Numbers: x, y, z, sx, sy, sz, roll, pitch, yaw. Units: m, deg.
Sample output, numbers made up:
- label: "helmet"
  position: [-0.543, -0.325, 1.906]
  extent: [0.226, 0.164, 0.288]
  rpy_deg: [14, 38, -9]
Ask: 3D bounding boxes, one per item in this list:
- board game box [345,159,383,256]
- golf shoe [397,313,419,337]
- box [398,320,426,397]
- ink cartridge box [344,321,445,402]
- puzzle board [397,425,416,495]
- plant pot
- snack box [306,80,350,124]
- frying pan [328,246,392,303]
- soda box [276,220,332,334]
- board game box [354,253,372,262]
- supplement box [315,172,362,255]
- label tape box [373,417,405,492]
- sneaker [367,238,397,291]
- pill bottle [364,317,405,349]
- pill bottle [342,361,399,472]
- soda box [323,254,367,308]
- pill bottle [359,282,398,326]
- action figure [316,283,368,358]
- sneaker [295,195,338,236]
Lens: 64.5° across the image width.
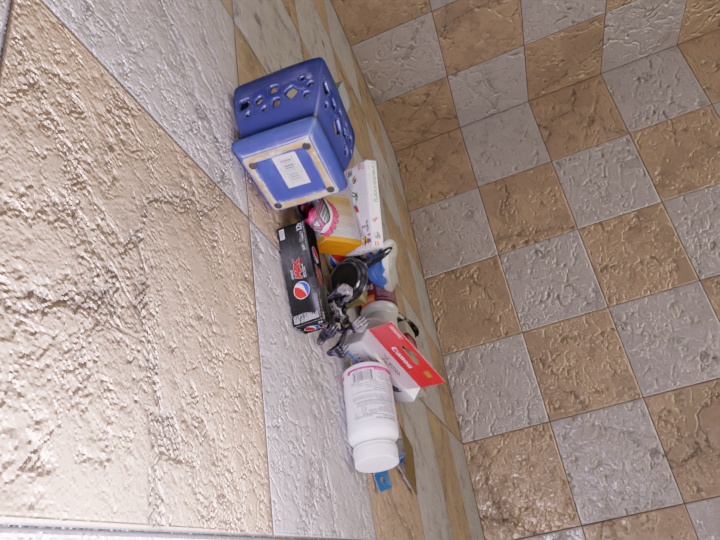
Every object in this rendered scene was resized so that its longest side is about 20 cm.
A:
- label: "board game box"
  position: [0.000, -0.145, 1.362]
  extent: [0.034, 0.125, 0.208]
  rpy_deg: [-2, 84, -33]
- label: "golf shoe"
  position: [0.118, 0.161, 1.857]
  extent: [0.199, 0.078, 0.096]
  rpy_deg: [38, 16, -37]
- label: "box"
  position: [0.121, 0.278, 1.729]
  extent: [0.128, 0.106, 0.206]
  rpy_deg: [53, 24, -58]
- label: "ink cartridge box"
  position: [0.070, 0.215, 1.298]
  extent: [0.201, 0.174, 0.045]
  rpy_deg: [48, 54, -15]
- label: "puzzle board"
  position: [0.120, 0.522, 1.624]
  extent: [0.153, 0.017, 0.203]
  rpy_deg: [-91, 160, -49]
- label: "plant pot"
  position: [-0.126, -0.243, 1.084]
  extent: [0.202, 0.193, 0.185]
  rpy_deg: [60, 24, -49]
- label: "snack box"
  position: [-0.114, -0.383, 1.372]
  extent: [0.202, 0.163, 0.069]
  rpy_deg: [-82, 153, -62]
- label: "frying pan"
  position: [-0.011, -0.007, 1.392]
  extent: [0.114, 0.193, 0.031]
  rpy_deg: [36, -4, -39]
- label: "soda box"
  position: [-0.109, 0.013, 1.115]
  extent: [0.071, 0.061, 0.207]
  rpy_deg: [46, 31, -68]
- label: "board game box"
  position: [-0.042, -0.116, 1.500]
  extent: [0.135, 0.034, 0.206]
  rpy_deg: [11, -57, 66]
- label: "supplement box"
  position: [-0.080, -0.146, 1.331]
  extent: [0.124, 0.073, 0.207]
  rpy_deg: [5, 66, -46]
- label: "label tape box"
  position: [0.062, 0.416, 1.376]
  extent: [0.143, 0.064, 0.207]
  rpy_deg: [44, 31, -67]
- label: "sneaker"
  position: [0.040, -0.022, 1.520]
  extent: [0.202, 0.108, 0.078]
  rpy_deg: [79, 33, -60]
- label: "pill bottle"
  position: [0.056, 0.206, 1.497]
  extent: [0.200, 0.116, 0.123]
  rpy_deg: [48, 27, -65]
- label: "pill bottle"
  position: [0.023, 0.311, 1.214]
  extent: [0.114, 0.110, 0.205]
  rpy_deg: [57, 21, -52]
- label: "soda box"
  position: [-0.043, -0.008, 1.453]
  extent: [0.068, 0.062, 0.206]
  rpy_deg: [-74, 145, -69]
- label: "pill bottle"
  position: [0.049, 0.090, 1.631]
  extent: [0.115, 0.111, 0.205]
  rpy_deg: [59, 18, -48]
- label: "action figure"
  position: [-0.039, 0.098, 1.245]
  extent: [0.120, 0.100, 0.202]
  rpy_deg: [55, 20, -23]
- label: "sneaker"
  position: [-0.114, -0.160, 1.222]
  extent: [0.073, 0.082, 0.202]
  rpy_deg: [16, 29, -44]
